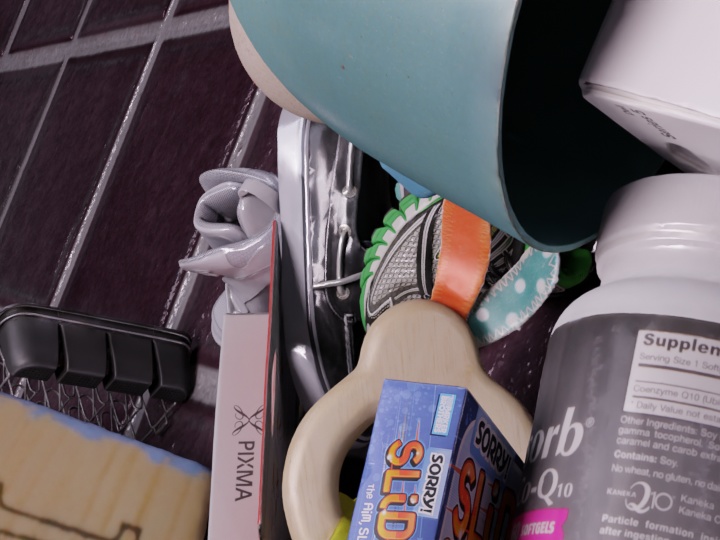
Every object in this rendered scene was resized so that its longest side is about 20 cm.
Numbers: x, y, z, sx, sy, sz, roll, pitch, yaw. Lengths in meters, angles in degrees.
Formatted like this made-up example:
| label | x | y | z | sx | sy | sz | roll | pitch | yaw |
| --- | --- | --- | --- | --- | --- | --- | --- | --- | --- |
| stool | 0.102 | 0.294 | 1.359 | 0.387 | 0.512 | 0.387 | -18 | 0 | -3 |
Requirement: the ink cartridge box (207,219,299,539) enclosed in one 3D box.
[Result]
| label | x | y | z | sx | sy | sz | roll | pitch | yaw |
| --- | --- | --- | --- | --- | --- | --- | --- | --- | --- |
| ink cartridge box | -0.062 | 0.103 | 0.926 | 0.174 | 0.043 | 0.201 | 84 | -175 | -50 |

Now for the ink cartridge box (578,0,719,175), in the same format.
| label | x | y | z | sx | sy | sz | roll | pitch | yaw |
| --- | --- | --- | --- | --- | --- | --- | --- | --- | --- |
| ink cartridge box | 0.181 | -0.127 | 0.628 | 0.084 | 0.145 | 0.201 | 22 | 89 | 38 |

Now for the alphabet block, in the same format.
| label | x | y | z | sx | sy | sz | roll | pitch | yaw |
| --- | --- | --- | --- | --- | --- | --- | --- | --- | --- |
| alphabet block | -0.233 | 0.213 | 1.091 | 0.195 | 0.196 | 0.201 | -31 | 42 | 52 |

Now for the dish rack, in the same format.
| label | x | y | z | sx | sy | sz | roll | pitch | yaw |
| --- | --- | --- | --- | --- | --- | --- | --- | --- | --- |
| dish rack | -0.227 | 0.111 | 1.223 | 0.200 | 0.153 | 0.055 | -47 | 43 | 36 |

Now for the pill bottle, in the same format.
| label | x | y | z | sx | sy | sz | roll | pitch | yaw |
| --- | --- | --- | --- | --- | --- | --- | --- | --- | --- |
| pill bottle | 0.119 | 0.074 | 0.627 | 0.116 | 0.116 | 0.201 | -19 | 52 | 56 |

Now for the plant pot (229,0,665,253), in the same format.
| label | x | y | z | sx | sy | sz | roll | pitch | yaw |
| --- | --- | --- | --- | --- | --- | --- | --- | --- | --- |
| plant pot | 0.043 | -0.129 | 0.668 | 0.160 | 0.200 | 0.201 | 24 | 90 | 29 |

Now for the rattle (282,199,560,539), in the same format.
| label | x | y | z | sx | sy | sz | roll | pitch | yaw |
| --- | --- | --- | --- | --- | --- | --- | --- | --- | --- |
| rattle | 0.036 | 0.077 | 0.826 | 0.130 | 0.143 | 0.201 | 4 | 75 | 15 |

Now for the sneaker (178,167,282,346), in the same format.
| label | x | y | z | sx | sy | sz | roll | pitch | yaw |
| --- | --- | --- | --- | --- | --- | --- | --- | --- | --- |
| sneaker | -0.068 | -0.007 | 1.052 | 0.200 | 0.115 | 0.075 | -26 | 46 | 53 |

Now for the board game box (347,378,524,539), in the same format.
| label | x | y | z | sx | sy | sz | roll | pitch | yaw |
| --- | --- | --- | --- | --- | --- | --- | --- | --- | --- |
| board game box | 0.040 | 0.141 | 0.648 | 0.034 | 0.200 | 0.136 | 4 | 67 | 23 |

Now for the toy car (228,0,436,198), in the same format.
| label | x | y | z | sx | sy | sz | roll | pitch | yaw |
| --- | --- | --- | --- | --- | --- | --- | --- | --- | --- |
| toy car | 0.014 | -0.164 | 0.859 | 0.177 | 0.184 | 0.200 | -46 | 10 | 9 |

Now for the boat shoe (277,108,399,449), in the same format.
| label | x | y | z | sx | sy | sz | roll | pitch | yaw |
| --- | --- | --- | --- | --- | --- | --- | --- | --- | --- |
| boat shoe | 0.001 | 0.000 | 0.934 | 0.068 | 0.073 | 0.201 | -5 | 86 | 29 |

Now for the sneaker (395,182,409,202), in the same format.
| label | x | y | z | sx | sy | sz | roll | pitch | yaw |
| --- | --- | --- | --- | --- | --- | --- | --- | --- | --- |
| sneaker | 0.088 | -0.094 | 0.881 | 0.201 | 0.077 | 0.091 | -63 | 30 | 10 |

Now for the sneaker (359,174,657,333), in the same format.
| label | x | y | z | sx | sy | sz | roll | pitch | yaw |
| --- | --- | --- | --- | --- | --- | --- | --- | --- | --- |
| sneaker | 0.068 | -0.013 | 0.841 | 0.200 | 0.078 | 0.085 | -48 | 32 | 32 |
